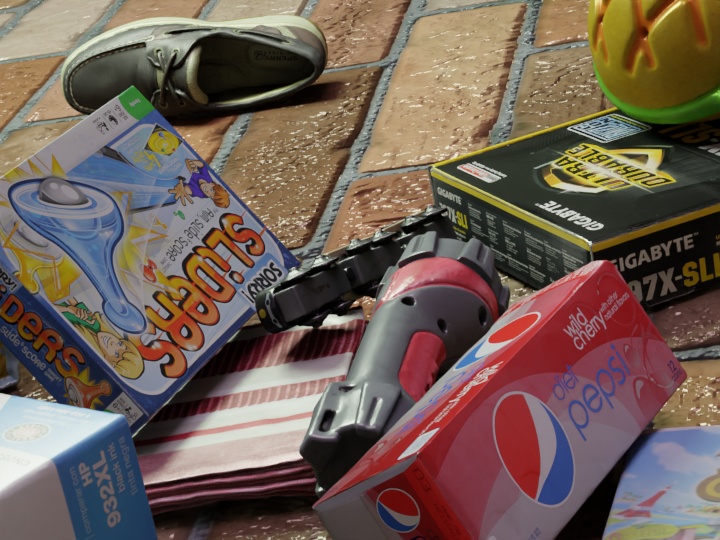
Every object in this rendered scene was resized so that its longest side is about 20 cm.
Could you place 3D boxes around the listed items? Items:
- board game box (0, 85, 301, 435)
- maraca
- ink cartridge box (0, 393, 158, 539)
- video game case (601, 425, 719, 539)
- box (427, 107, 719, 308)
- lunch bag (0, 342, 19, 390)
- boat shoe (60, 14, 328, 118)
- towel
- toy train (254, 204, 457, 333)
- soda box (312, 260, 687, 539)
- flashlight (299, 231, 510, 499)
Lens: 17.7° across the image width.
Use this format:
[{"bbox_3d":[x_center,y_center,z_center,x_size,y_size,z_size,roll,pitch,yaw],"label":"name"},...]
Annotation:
[{"bbox_3d":[-0.120,-0.006,1.163,0.034,0.135,0.200,-42,3,30],"label":"board game box"},{"bbox_3d":[0.201,-0.139,1.287,0.107,0.138,0.200,30,0,-33],"label":"maraca"},{"bbox_3d":[-0.204,0.128,0.959,0.144,0.084,0.200,7,27,40],"label":"ink cartridge box"},{"bbox_3d":[0.194,0.103,0.907,0.198,0.022,0.182,-5,20,17],"label":"video game case"},{"bbox_3d":[0.151,-0.039,1.281,0.159,0.050,0.200,-16,20,-19],"label":"box"},{"bbox_3d":[-0.301,0.009,1.284,0.198,0.128,0.170,-6,20,-17],"label":"lunch bag"},{"bbox_3d":[-0.122,-0.148,1.689,0.199,0.072,0.066,-7,15,-1],"label":"boat shoe"},{"bbox_3d":[-0.072,0.071,1.140,0.143,0.023,0.200,-9,18,11],"label":"towel"},{"bbox_3d":[0.000,0.000,1.235,0.046,0.034,0.200,-22,2,30],"label":"toy train"},{"bbox_3d":[0.064,0.070,0.970,0.063,0.070,0.200,-30,6,37],"label":"soda box"},{"bbox_3d":[0.027,0.051,1.086,0.067,0.068,0.200,-15,22,17],"label":"flashlight"}]
